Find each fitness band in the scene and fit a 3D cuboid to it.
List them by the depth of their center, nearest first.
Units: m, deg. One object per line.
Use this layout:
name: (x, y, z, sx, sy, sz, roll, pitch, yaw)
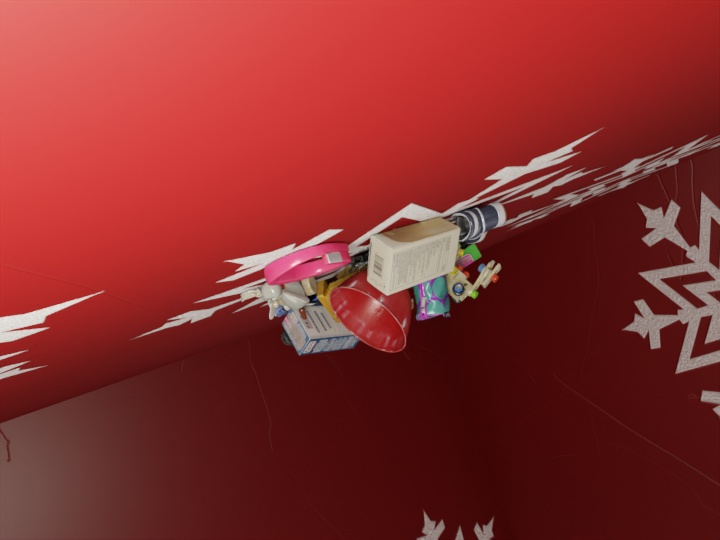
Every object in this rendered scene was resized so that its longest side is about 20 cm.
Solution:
fitness band: (-0.097, -0.012, 1.084, 0.140, 0.039, 0.199, -20, 175, 21)

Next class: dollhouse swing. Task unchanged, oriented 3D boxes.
dollhouse swing: (0.000, 0.000, 1.442, 0.194, 0.180, 0.183, -21, 141, 11)

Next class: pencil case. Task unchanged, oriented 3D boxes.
pencil case: (0.153, 0.008, 1.345, 0.083, 0.208, 0.091, -9, -179, 34)

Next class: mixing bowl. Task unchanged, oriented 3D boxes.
mixing bowl: (0.039, 0.070, 1.276, 0.109, 0.200, 0.199, -51, -167, -30)

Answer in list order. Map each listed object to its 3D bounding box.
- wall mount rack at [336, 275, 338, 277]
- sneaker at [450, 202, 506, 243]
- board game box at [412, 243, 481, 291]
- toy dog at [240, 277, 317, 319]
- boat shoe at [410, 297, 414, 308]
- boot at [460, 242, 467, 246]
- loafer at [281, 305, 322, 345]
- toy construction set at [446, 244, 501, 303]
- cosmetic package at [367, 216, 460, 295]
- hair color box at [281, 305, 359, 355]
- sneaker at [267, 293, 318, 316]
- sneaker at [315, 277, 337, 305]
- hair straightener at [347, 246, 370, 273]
wall mount rack: (-0.030, 0.069, 1.608, 0.193, 0.077, 0.174, 0, -155, 19)
sneaker: (0.248, -0.100, 1.355, 0.105, 0.072, 0.200, -18, 173, -16)
board game box: (0.228, -0.003, 1.601, 0.197, 0.041, 0.153, -34, 180, 3)
toy dog: (-0.163, 0.070, 1.311, 0.129, 0.099, 0.198, -24, 175, 35)
boat shoe: (0.074, 0.119, 1.442, 0.072, 0.069, 0.199, -15, 170, -33)
boot: (0.256, -0.092, 1.540, 0.198, 0.076, 0.096, -30, 175, -45)
loafer: (-0.141, 0.151, 1.523, 0.071, 0.075, 0.198, -28, 176, 38)
toy construction set: (0.241, -0.004, 1.408, 0.130, 0.198, 0.094, -39, 138, -18)
cosmetic package: (0.110, -0.033, 1.202, 0.195, 0.109, 0.070, -16, -146, -36)
hair color box: (-0.091, 0.144, 1.455, 0.196, 0.101, 0.061, 2, 134, -49)
sneaker: (-0.143, 0.069, 1.487, 0.112, 0.083, 0.199, -19, 174, 18)
sneaker: (-0.096, 0.068, 1.739, 0.194, 0.073, 0.083, -22, 172, -16)
hair straightener: (0.012, -0.033, 1.290, 0.076, 0.042, 0.199, -29, -175, -27)
